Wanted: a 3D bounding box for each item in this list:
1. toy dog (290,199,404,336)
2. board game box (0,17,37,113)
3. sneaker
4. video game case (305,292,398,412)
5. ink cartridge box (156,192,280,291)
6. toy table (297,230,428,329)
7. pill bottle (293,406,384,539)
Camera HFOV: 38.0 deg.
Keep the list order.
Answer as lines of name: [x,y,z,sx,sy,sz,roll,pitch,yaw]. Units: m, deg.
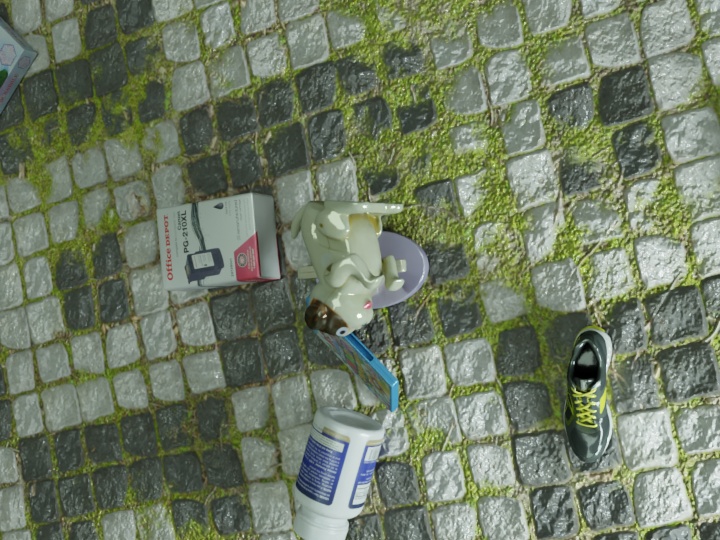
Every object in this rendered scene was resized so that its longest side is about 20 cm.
toy dog: [-0.031,-0.003,1.567,0.191,0.139,0.204,2,92,22]
board game box: [-0.758,-0.409,2.065,0.200,0.041,0.201,42,105,18]
sneaker: [0.332,0.186,1.557,0.073,0.084,0.204,-1,89,24]
video game case: [-0.012,0.134,1.685,0.018,0.144,0.200,-40,71,-14]
ink cartridge box: [-0.248,-0.047,1.814,0.197,0.084,0.148,-7,86,23]
toy table: [0.000,0.000,1.689,0.197,0.117,0.187,-17,83,21]
pill bottle: [-0.042,0.335,1.701,0.118,0.119,0.203,19,96,22]
